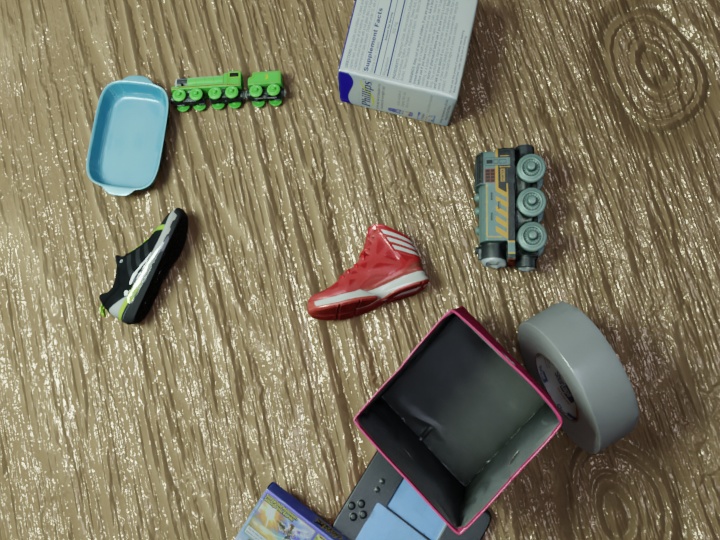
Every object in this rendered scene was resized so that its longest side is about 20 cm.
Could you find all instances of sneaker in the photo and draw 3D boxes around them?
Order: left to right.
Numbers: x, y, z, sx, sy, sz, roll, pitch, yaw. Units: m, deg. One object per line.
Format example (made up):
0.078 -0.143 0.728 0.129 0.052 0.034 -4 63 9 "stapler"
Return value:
-0.341 -0.016 1.057 0.081 0.072 0.204 25 79 6 "sneaker"
0.000 0.000 1.065 0.195 0.079 0.118 -13 70 -16 "sneaker"

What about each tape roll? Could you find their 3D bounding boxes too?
0.302 0.150 0.963 0.065 0.201 0.204 -26 79 -5 "tape roll"

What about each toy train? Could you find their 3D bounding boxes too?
-0.220 -0.301 1.134 0.193 0.042 0.058 -3 68 -1 "toy train"
0.235 -0.099 1.079 0.110 0.085 0.207 0 80 12 "toy train"

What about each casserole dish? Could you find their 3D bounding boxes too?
-0.374 -0.215 1.115 0.117 0.039 0.206 6 78 1 "casserole dish"

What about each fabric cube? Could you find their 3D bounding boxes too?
0.136 0.187 0.930 0.196 0.199 0.201 44 98 10 "fabric cube"

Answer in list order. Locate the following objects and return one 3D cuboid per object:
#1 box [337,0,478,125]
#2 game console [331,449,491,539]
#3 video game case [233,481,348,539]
0.076 -0.362 1.115 0.194 0.105 0.189 14 79 2 "box"
0.071 0.377 1.001 0.198 0.031 0.179 34 80 6 "game console"
-0.098 0.437 0.964 0.198 0.045 0.184 34 93 6 "video game case"
